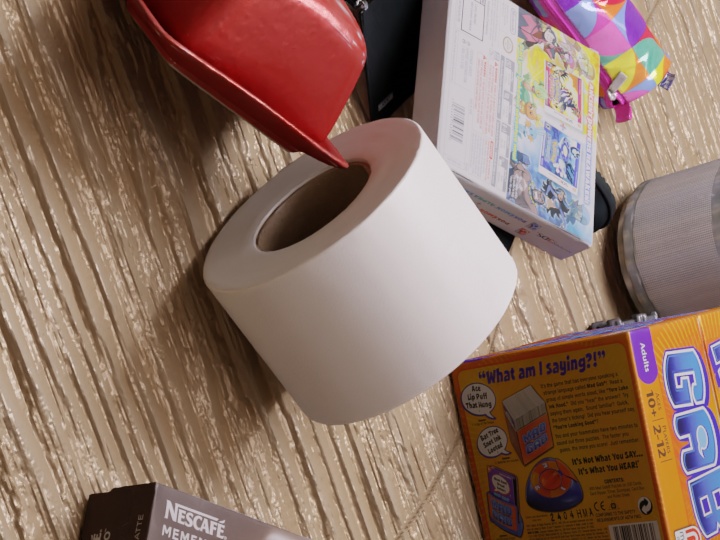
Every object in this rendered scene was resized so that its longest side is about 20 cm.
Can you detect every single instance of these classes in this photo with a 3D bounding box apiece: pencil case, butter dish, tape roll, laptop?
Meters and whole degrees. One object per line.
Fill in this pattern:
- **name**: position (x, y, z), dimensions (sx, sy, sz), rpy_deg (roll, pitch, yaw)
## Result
- **pencil case**: position (0.214, -0.240, 2.023), dimensions (0.200, 0.088, 0.089), rpy_deg (51, 49, -22)
- **butter dish**: position (-0.071, -0.199, 1.617), dimensions (0.200, 0.200, 0.148), rpy_deg (35, 100, -33)
- **tape roll**: position (0.000, 0.000, 1.647), dimensions (0.139, 0.202, 0.203), rpy_deg (53, 48, -22)
- **laptop**: position (0.004, -0.258, 1.862), dimensions (0.200, 0.103, 0.177), rpy_deg (42, 48, 1)

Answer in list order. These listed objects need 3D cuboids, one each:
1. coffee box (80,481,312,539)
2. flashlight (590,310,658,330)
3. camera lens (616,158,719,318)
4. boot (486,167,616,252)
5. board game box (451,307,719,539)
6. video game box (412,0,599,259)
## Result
- **coffee box**: position (-0.109, 0.238, 1.575), dimensions (0.200, 0.080, 0.115), rpy_deg (27, 62, -39)
- **flashlight**: position (0.273, 0.140, 2.001), dimensions (0.068, 0.068, 0.201), rpy_deg (-9, 87, -45)
- **camera lens**: position (0.353, -0.027, 2.023), dimensions (0.160, 0.199, 0.161), rpy_deg (19, 64, -44)
- **boot**: position (0.130, -0.049, 1.892), dimensions (0.200, 0.076, 0.169), rpy_deg (42, 51, -26)
- **board game box**: position (0.231, 0.149, 1.859), dimensions (0.199, 0.200, 0.201), rpy_deg (-11, 88, -46)
- **video game box**: position (0.125, -0.133, 1.839), dimensions (0.182, 0.047, 0.201), rpy_deg (25, 57, -31)
